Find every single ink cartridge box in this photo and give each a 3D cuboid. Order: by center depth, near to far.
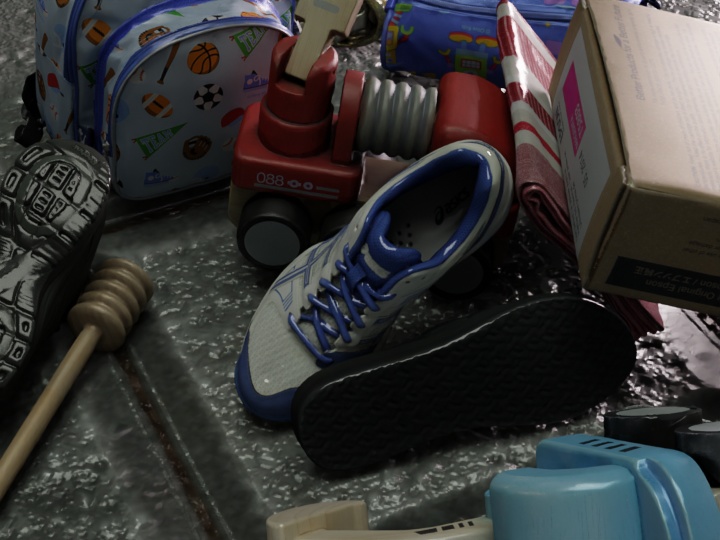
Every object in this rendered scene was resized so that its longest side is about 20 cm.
[{"bbox_3d":[0.198,-0.061,0.800,0.164,0.075,0.200,11,39,-7],"label":"ink cartridge box"}]

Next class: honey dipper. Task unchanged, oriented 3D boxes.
[{"bbox_3d":[-0.172,0.070,0.805,0.038,0.038,0.200,11,44,14],"label":"honey dipper"}]

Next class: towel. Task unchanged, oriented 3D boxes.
[{"bbox_3d":[0.129,-0.066,0.886,0.023,0.144,0.200,-29,34,22],"label":"towel"}]

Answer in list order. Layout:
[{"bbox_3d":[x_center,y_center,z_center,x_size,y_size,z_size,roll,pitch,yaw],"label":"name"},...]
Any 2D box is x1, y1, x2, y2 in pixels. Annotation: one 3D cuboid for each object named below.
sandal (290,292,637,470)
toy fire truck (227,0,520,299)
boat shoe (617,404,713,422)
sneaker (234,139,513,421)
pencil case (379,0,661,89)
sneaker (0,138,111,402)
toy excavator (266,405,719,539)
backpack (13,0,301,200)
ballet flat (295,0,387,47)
[{"bbox_3d":[0.056,0.053,0.795,0.199,0.076,0.048,-12,24,-12],"label":"sandal"},{"bbox_3d":[0.017,-0.106,0.866,0.175,0.201,0.129,9,41,0],"label":"toy fire truck"},{"bbox_3d":[0.217,0.117,0.714,0.199,0.068,0.074,22,46,25],"label":"boat shoe"},{"bbox_3d":[0.000,0.000,0.784,0.075,0.088,0.200,43,91,8],"label":"sneaker"},{"bbox_3d":[0.112,-0.171,1.041,0.199,0.087,0.078,10,66,14],"label":"pencil case"},{"bbox_3d":[-0.202,0.024,0.834,0.076,0.091,0.200,29,69,10],"label":"sneaker"},{"bbox_3d":[0.072,0.122,0.662,0.199,0.100,0.194,-5,0,-20],"label":"toy excavator"},{"bbox_3d":[-0.125,-0.152,0.944,0.199,0.191,0.154,-22,45,-24],"label":"backpack"},{"bbox_3d":[-0.072,-0.198,1.092,0.199,0.071,0.071,-1,40,-2],"label":"ballet flat"}]
